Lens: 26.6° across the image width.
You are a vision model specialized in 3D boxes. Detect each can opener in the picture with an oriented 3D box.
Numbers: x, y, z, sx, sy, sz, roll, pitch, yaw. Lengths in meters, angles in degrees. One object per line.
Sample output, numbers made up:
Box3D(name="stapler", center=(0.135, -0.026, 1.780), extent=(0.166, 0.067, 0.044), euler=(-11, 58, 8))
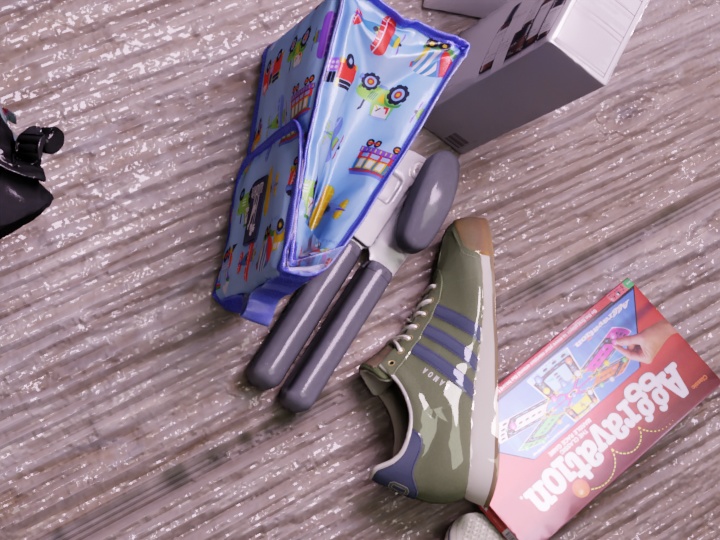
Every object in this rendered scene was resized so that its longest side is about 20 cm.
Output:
Box3D(name="can opener", center=(0.000, 0.000, 1.007), extent=(0.053, 0.067, 0.200), euler=(37, 70, -13))

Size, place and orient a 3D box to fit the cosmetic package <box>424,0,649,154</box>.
Box3D(name="cosmetic package", center=(0.109, -0.142, 1.002), extent=(0.051, 0.200, 0.083), euler=(36, 70, -14))

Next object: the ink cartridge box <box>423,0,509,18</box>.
Box3D(name="ink cartridge box", center=(0.126, -0.262, 1.067), extent=(0.125, 0.128, 0.201), euler=(6, 79, -22))

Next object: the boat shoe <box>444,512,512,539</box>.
Box3D(name="boat shoe", center=(0.085, 0.261, 1.008), extent=(0.074, 0.062, 0.201), euler=(3, 66, -38))

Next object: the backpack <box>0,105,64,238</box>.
Box3D(name="backpack", center=(-0.288, -0.091, 0.867), extent=(0.167, 0.126, 0.201), euler=(-31, 94, -35))

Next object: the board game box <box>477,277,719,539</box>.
Box3D(name="board game box", center=(0.152, 0.100, 1.068), extent=(0.200, 0.019, 0.103), euler=(-37, 80, -23))

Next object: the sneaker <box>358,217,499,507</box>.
Box3D(name="sneaker", center=(0.044, 0.057, 1.017), extent=(0.089, 0.067, 0.201), euler=(2, 70, -4))

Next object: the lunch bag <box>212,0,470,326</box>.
Box3D(name="lunch bag", center=(-0.030, -0.057, 0.957), extent=(0.094, 0.150, 0.201), euler=(25, 73, -17))
